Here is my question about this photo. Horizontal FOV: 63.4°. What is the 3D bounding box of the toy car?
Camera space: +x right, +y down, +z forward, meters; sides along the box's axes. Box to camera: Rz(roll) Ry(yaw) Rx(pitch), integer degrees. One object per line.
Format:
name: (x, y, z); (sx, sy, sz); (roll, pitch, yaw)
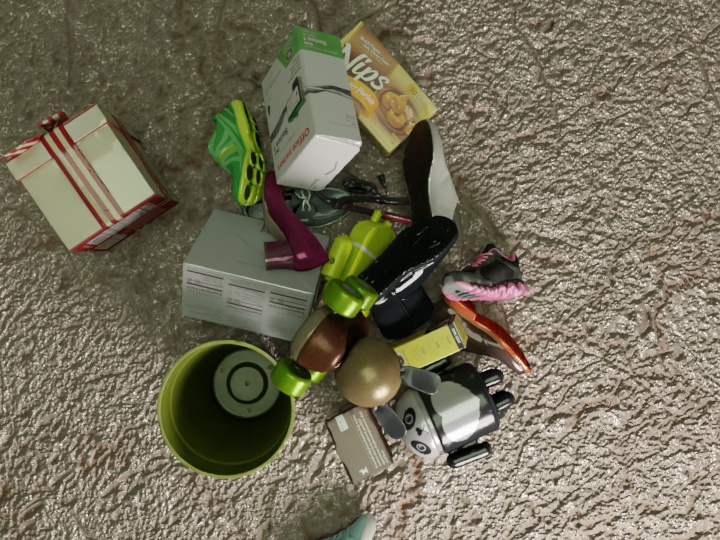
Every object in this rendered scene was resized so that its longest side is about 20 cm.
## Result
toy car: (0.008, 0.132, 0.813); (0.200, 0.158, 0.165); (36, 101, 10)

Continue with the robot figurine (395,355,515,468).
robot figurine: (0.156, 0.233, 0.983); (0.199, 0.151, 0.125); (-24, 131, -2)

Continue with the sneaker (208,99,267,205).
sneaker: (-0.210, -0.191, 0.985); (0.083, 0.074, 0.201); (-19, 65, 15)

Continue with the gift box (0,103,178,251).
gift box: (-0.437, -0.142, 0.933); (0.199, 0.185, 0.187); (-33, 93, -7)

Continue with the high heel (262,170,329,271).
high heel: (-0.105, -0.081, 0.920); (0.095, 0.068, 0.201); (-3, 58, -8)

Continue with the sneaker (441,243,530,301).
sneaker: (0.206, 0.002, 0.980); (0.199, 0.079, 0.096); (3, 80, -42)

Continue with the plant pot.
plant pot: (-0.197, 0.199, 0.938); (0.199, 0.193, 0.202); (0, 91, -2)

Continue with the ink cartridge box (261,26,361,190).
ink cartridge box: (-0.082, -0.249, 0.918); (0.084, 0.146, 0.201); (3, 65, -32)

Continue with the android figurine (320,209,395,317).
android figurine: (0.000, 0.000, 0.956); (0.041, 0.182, 0.201); (20, 83, 29)

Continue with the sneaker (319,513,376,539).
sneaker: (-0.055, 0.492, 1.006); (0.082, 0.074, 0.200); (39, 88, -5)

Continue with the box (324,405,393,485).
box: (0.001, 0.269, 0.934); (0.075, 0.200, 0.101); (-25, 78, -2)

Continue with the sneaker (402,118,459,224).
sneaker: (0.124, -0.151, 0.989); (0.084, 0.073, 0.202); (-3, 92, -42)

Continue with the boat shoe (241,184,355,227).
boat shoe: (-0.107, -0.109, 1.003); (0.198, 0.062, 0.073); (-6, 91, -2)

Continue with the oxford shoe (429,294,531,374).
oxford shoe: (0.209, 0.120, 1.021); (0.200, 0.071, 0.073); (41, 107, 5)

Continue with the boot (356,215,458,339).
boot: (0.090, 0.017, 0.963); (0.200, 0.168, 0.076); (-40, 56, -1)

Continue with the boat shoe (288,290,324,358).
boat shoe: (-0.066, 0.106, 1.003); (0.073, 0.069, 0.201); (27, 90, -2)

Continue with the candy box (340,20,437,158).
candy box: (0.024, -0.310, 1.009); (0.115, 0.055, 0.200); (-42, 91, -1)

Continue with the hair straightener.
hair straightener: (0.018, -0.130, 0.999); (0.199, 0.041, 0.078); (9, 89, -15)

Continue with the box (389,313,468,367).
box: (0.080, 0.140, 0.982); (0.199, 0.075, 0.050); (-27, 90, 16)

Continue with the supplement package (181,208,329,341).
supplement package: (-0.165, 0.007, 0.942); (0.199, 0.156, 0.111); (14, 127, -2)
